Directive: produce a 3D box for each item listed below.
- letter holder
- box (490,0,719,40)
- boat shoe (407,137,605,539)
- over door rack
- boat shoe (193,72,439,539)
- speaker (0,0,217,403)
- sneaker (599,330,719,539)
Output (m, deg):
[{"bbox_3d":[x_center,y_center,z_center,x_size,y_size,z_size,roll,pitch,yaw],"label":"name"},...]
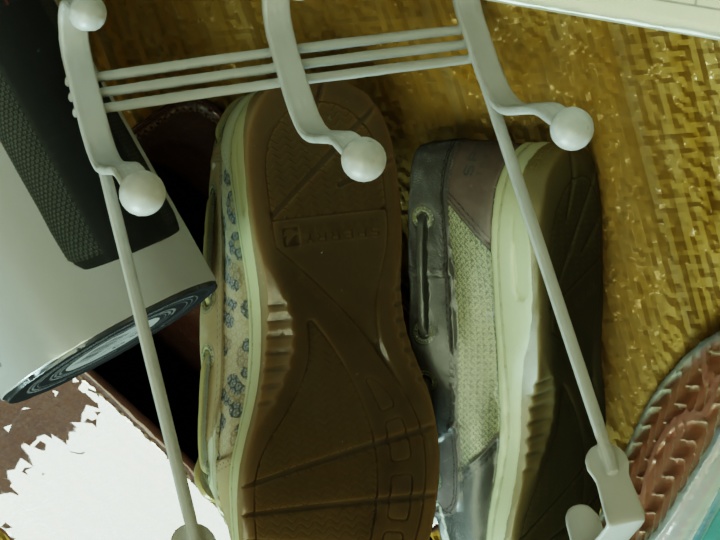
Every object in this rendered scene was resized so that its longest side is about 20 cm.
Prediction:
[{"bbox_3d":[-0.050,0.056,0.883,0.142,0.101,0.200,-30,110,35],"label":"letter holder"},{"bbox_3d":[0.055,-0.124,0.695,0.200,0.078,0.095,13,106,14],"label":"box"},{"bbox_3d":[0.045,0.045,0.852,0.066,0.072,0.201,15,119,28],"label":"boat shoe"},{"bbox_3d":[0.000,0.000,0.732,0.148,0.200,0.067,-9,169,-17],"label":"over door rack"},{"bbox_3d":[-0.019,0.036,0.823,0.073,0.200,0.063,2,177,-25],"label":"boat shoe"},{"bbox_3d":[-0.129,-0.062,0.789,0.081,0.081,0.200,-33,84,38],"label":"speaker"},{"bbox_3d":[0.129,0.103,0.872,0.080,0.071,0.200,14,129,-7],"label":"sneaker"}]
